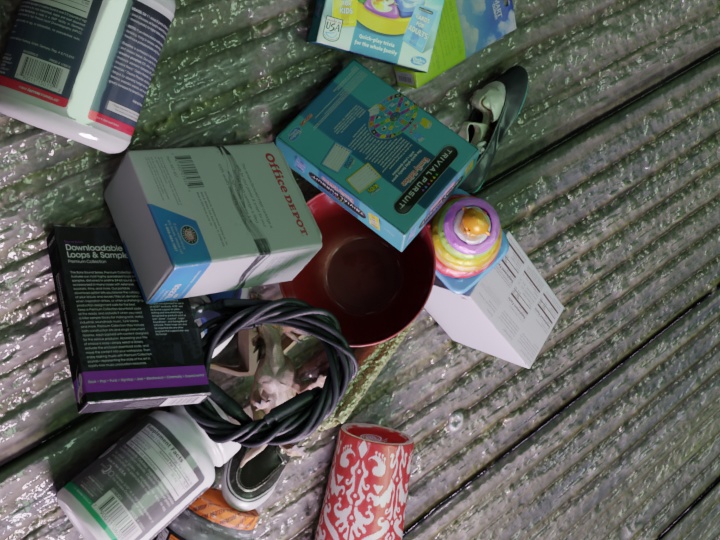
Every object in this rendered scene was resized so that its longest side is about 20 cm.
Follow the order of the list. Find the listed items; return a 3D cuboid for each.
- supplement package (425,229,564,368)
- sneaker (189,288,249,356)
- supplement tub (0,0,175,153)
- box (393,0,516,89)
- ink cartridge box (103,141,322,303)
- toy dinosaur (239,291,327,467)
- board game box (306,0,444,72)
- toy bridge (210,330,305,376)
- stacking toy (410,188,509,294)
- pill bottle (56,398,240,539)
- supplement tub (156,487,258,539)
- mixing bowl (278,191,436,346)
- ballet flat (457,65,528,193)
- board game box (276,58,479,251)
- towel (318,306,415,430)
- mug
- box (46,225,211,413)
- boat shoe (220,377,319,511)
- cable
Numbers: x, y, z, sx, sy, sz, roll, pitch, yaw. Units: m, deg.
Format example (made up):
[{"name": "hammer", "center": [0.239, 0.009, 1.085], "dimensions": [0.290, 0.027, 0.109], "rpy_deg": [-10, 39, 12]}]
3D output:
[{"name": "supplement package", "center": [0.169, 0.027, 1.508], "dimensions": [0.111, 0.155, 0.200], "rpy_deg": [-56, 134, -15]}, {"name": "sneaker", "center": [-0.227, 0.049, 1.197], "dimensions": [0.200, 0.080, 0.147], "rpy_deg": [-47, 135, -14]}, {"name": "supplement tub", "center": [-0.263, -0.228, 1.026], "dimensions": [0.140, 0.140, 0.202], "rpy_deg": [19, 92, -45]}, {"name": "box", "center": [0.120, -0.341, 1.409], "dimensions": [0.199, 0.047, 0.123], "rpy_deg": [-34, 125, -29]}, {"name": "ink cartridge box", "center": [-0.162, -0.057, 1.171], "dimensions": [0.198, 0.146, 0.084], "rpy_deg": [-9, 154, -41]}, {"name": "toy dinosaur", "center": [-0.102, 0.137, 1.268], "dimensions": [0.085, 0.136, 0.202], "rpy_deg": [4, 119, -19]}, {"name": "board game box", "center": [0.031, -0.359, 1.283], "dimensions": [0.149, 0.047, 0.203], "rpy_deg": [11, 98, -20]}, {"name": "toy bridge", "center": [-0.142, 0.097, 1.333], "dimensions": [0.198, 0.027, 0.068], "rpy_deg": [-16, 116, -39]}, {"name": "stacking toy", "center": [0.132, -0.051, 1.299], "dimensions": [0.110, 0.200, 0.116], "rpy_deg": [-42, 86, -5]}, {"name": "pill bottle", "center": [-0.242, 0.237, 1.227], "dimensions": [0.200, 0.112, 0.114], "rpy_deg": [-40, 128, -26]}, {"name": "supplement tub", "center": [-0.206, 0.377, 1.303], "dimensions": [0.122, 0.122, 0.202], "rpy_deg": [25, 88, -45]}, {"name": "mixing bowl", "center": [0.000, 0.000, 1.342], "dimensions": [0.202, 0.198, 0.108], "rpy_deg": [-64, 171, -5]}, {"name": "ballet flat", "center": [0.177, -0.208, 1.497], "dimensions": [0.073, 0.073, 0.202], "rpy_deg": [26, 89, -45]}, {"name": "board game box", "center": [0.020, -0.143, 1.284], "dimensions": [0.151, 0.199, 0.047], "rpy_deg": [-47, 167, -20]}, {"name": "towel", "center": [-0.001, 0.132, 1.412], "dimensions": [0.036, 0.148, 0.201], "rpy_deg": [38, 75, -3]}, {"name": "mug", "center": [0.003, 0.324, 1.506], "dimensions": [0.132, 0.178, 0.203], "rpy_deg": [9, 95, -7]}, {"name": "box", "center": [-0.247, 0.048, 1.121], "dimensions": [0.142, 0.036, 0.202], "rpy_deg": [1, 64, -38]}, {"name": "boat shoe", "center": [-0.112, 0.212, 1.332], "dimensions": [0.201, 0.070, 0.064], "rpy_deg": [-58, 179, -44]}, {"name": "cable", "center": [-0.101, 0.114, 1.170], "dimensions": [0.051, 0.197, 0.166], "rpy_deg": [88, 6, -80]}]
